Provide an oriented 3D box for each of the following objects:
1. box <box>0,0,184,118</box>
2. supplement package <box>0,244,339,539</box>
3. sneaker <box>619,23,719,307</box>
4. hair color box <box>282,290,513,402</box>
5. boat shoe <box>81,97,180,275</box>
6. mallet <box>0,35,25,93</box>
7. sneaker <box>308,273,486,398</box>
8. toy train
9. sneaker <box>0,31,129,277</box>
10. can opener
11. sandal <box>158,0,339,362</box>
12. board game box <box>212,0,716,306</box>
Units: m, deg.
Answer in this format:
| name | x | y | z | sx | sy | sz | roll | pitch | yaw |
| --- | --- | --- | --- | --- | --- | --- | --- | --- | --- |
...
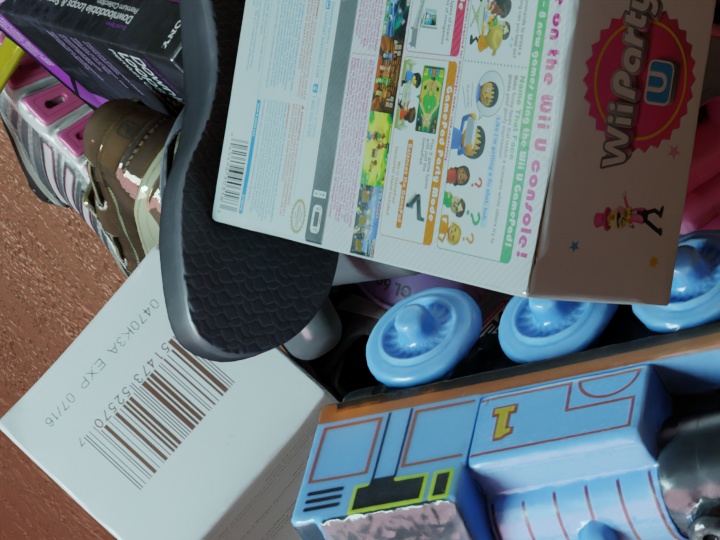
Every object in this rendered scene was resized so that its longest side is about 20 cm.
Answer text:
| name | x | y | z | sx | sy | sz | roll | pitch | yaw |
| --- | --- | --- | --- | --- | --- | --- | --- | --- | --- |
| box | -0.093 | -0.091 | 1.179 | 0.143 | 0.036 | 0.200 | 41 | 166 | -37 |
| supplement package | -0.070 | 0.090 | 1.165 | 0.117 | 0.117 | 0.200 | 39 | 175 | 21 |
| sneaker | 0.110 | -0.027 | 0.893 | 0.095 | 0.079 | 0.200 | 38 | 153 | 41 |
| hair color box | 0.045 | 0.056 | 1.196 | 0.099 | 0.061 | 0.200 | 54 | 160 | -25 |
| boat shoe | -0.099 | -0.033 | 1.186 | 0.075 | 0.075 | 0.202 | 32 | 161 | 12 |
| mallet | -0.206 | -0.075 | 1.288 | 0.066 | 0.201 | 0.041 | 29 | -172 | 23 |
| sneaker | -0.013 | 0.022 | 1.133 | 0.076 | 0.088 | 0.200 | 20 | 161 | -26 |
| toy train | 0.075 | 0.059 | 0.827 | 0.199 | 0.114 | 0.087 | -12 | 132 | 27 |
| sneaker | -0.141 | -0.053 | 1.352 | 0.200 | 0.074 | 0.087 | 51 | 161 | 1 |
| can opener | 0.000 | 0.000 | 1.012 | 0.067 | 0.053 | 0.200 | 62 | 158 | -8 |
| sandal | -0.048 | -0.049 | 0.954 | 0.076 | 0.201 | 0.043 | 21 | 145 | -30 |
| board game box | 0.032 | -0.075 | 0.831 | 0.064 | 0.148 | 0.200 | 5 | -174 | -33 |
